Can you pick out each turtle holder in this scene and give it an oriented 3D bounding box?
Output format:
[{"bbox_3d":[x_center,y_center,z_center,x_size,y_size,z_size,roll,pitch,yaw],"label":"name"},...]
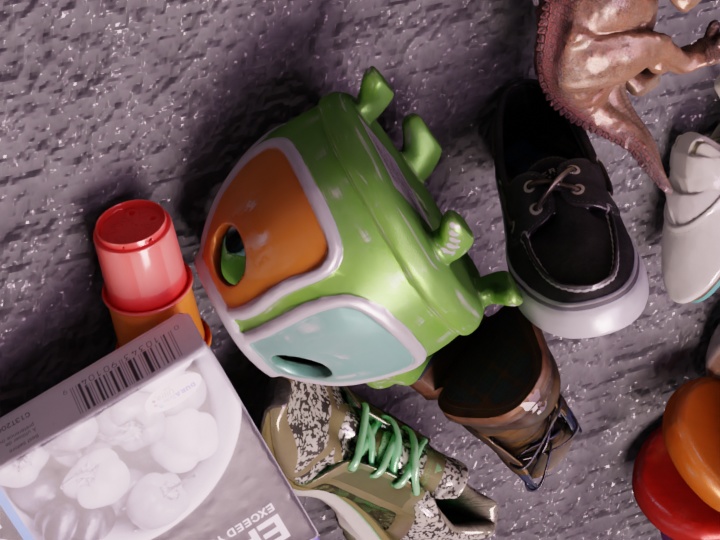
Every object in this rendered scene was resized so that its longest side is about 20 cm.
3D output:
[{"bbox_3d":[-0.006,-0.009,1.516,0.131,0.141,0.185,-32,175,7],"label":"turtle holder"}]

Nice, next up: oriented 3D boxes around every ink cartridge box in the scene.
[{"bbox_3d":[-0.127,0.145,1.505,0.197,0.043,0.200,-30,128,-2],"label":"ink cartridge box"}]

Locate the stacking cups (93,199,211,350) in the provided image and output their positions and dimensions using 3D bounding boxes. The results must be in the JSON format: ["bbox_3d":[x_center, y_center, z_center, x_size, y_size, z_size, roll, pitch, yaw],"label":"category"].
[{"bbox_3d":[-0.098,0.057,1.515,0.060,0.060,0.201,-33,133,-21],"label":"stacking cups"}]

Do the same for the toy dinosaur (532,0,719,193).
[{"bbox_3d":[0.119,-0.138,1.544,0.135,0.086,0.201,-13,111,-35],"label":"toy dinosaur"}]

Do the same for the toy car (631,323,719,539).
[{"bbox_3d":[0.247,0.132,1.821,0.149,0.176,0.200,-21,140,18],"label":"toy car"}]

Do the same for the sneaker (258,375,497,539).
[{"bbox_3d":[0.014,0.099,1.607,0.200,0.088,0.077,41,54,-52],"label":"sneaker"}]

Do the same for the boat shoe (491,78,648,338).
[{"bbox_3d":[0.100,-0.034,1.548,0.068,0.200,0.057,-16,121,0],"label":"boat shoe"}]

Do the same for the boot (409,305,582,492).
[{"bbox_3d":[0.091,0.070,1.574,0.097,0.200,0.075,39,87,-14],"label":"boot"}]

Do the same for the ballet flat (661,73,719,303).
[{"bbox_3d":[0.218,-0.078,1.715,0.201,0.069,0.069,-57,138,-3],"label":"ballet flat"}]
